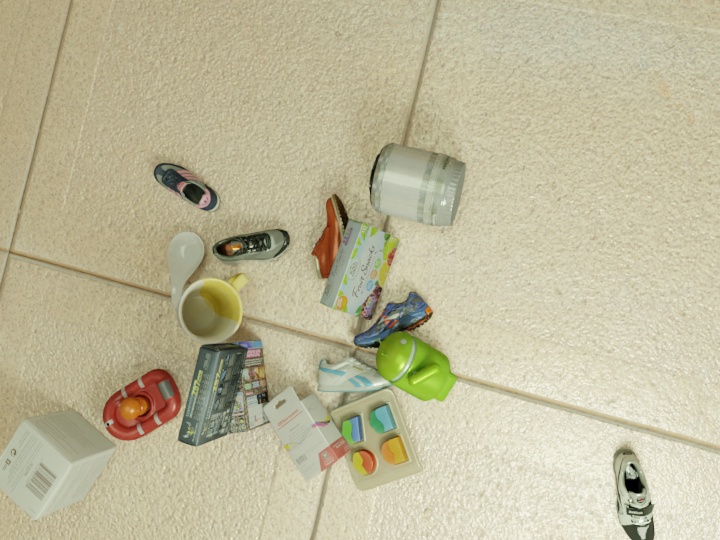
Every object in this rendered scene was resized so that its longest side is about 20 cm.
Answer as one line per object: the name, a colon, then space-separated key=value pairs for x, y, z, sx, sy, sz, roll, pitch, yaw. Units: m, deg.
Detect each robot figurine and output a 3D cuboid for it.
robot figurine: x=0.118 y=0.214 z=1.581 sx=0.198 sy=0.176 sz=0.117 roll=31 pitch=99 yaw=-19

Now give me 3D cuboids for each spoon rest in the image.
spoon rest: x=-0.438 y=0.004 z=1.761 sx=0.097 sy=0.061 sz=0.204 roll=4 pitch=88 yaw=12

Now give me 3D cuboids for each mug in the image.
mug: x=-0.355 y=0.096 z=1.692 sx=0.184 sy=0.153 sz=0.152 roll=-10 pitch=89 yaw=-26

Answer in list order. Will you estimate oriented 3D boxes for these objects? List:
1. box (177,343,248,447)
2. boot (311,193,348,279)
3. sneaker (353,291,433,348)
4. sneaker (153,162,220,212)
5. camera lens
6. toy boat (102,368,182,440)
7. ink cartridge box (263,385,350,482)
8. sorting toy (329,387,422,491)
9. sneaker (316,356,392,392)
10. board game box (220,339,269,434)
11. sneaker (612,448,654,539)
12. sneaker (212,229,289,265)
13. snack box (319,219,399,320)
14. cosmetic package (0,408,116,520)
box: x=-0.310 y=0.259 z=1.505 sx=0.050 sy=0.158 sz=0.204 roll=13 pitch=90 yaw=13
boot: x=-0.074 y=-0.077 z=1.687 sx=0.105 sy=0.075 sz=0.204 roll=-9 pitch=85 yaw=16
sneaker: x=0.070 y=0.119 z=1.650 sx=0.198 sy=0.075 sz=0.079 roll=-28 pitch=69 yaw=2
sneaker: x=-0.442 y=-0.216 z=1.765 sx=0.198 sy=0.082 sz=0.071 roll=28 pitch=92 yaw=12
camera lens: x=0.126 y=-0.193 z=1.605 sx=0.196 sy=0.160 sz=0.163 roll=15 pitch=89 yaw=12
toy boat: x=-0.542 y=0.331 z=1.724 sx=0.198 sy=0.131 sz=0.132 roll=-31 pitch=80 yaw=8
ink cartridge box: x=-0.128 y=0.370 z=1.651 sx=0.116 sy=0.067 sz=0.202 roll=-39 pitch=80 yaw=27
sorting toy: x=0.030 y=0.390 z=1.622 sx=0.183 sy=0.036 sz=0.203 roll=-27 pitch=82 yaw=28
sneaker: x=-0.006 y=0.241 z=1.648 sx=0.196 sy=0.077 sz=0.082 roll=-2 pitch=80 yaw=9
board game box: x=-0.289 y=0.270 z=1.661 sx=0.095 sy=0.159 sz=0.204 roll=-9 pitch=84 yaw=11
sneaker: x=0.580 y=0.489 z=1.503 sx=0.073 sy=0.088 sz=0.204 roll=-14 pitch=85 yaw=9
sneaker: x=-0.266 y=-0.056 z=1.720 sx=0.196 sy=0.079 sz=0.075 roll=-12 pitch=82 yaw=9
snack box: x=0.000 y=0.000 z=1.627 sx=0.053 sy=0.141 sz=0.203 roll=20 pitch=90 yaw=44
cosmetic package: x=-0.741 y=0.463 z=1.721 sx=0.165 sy=0.200 sz=0.169 roll=35 pitch=93 yaw=11
